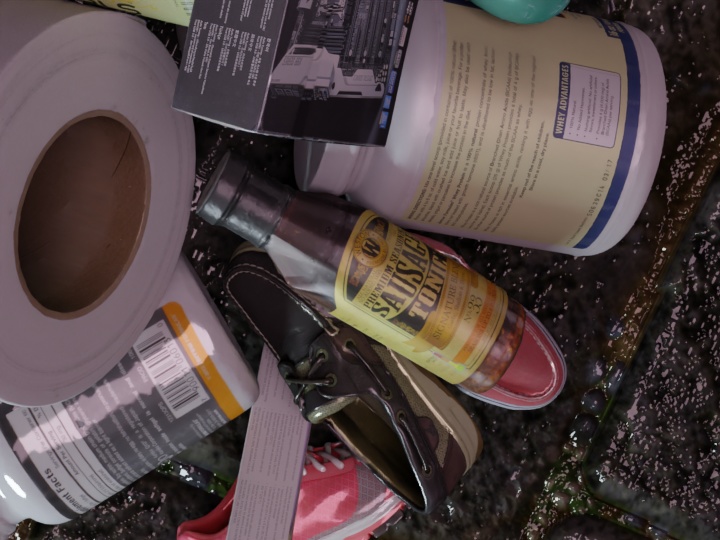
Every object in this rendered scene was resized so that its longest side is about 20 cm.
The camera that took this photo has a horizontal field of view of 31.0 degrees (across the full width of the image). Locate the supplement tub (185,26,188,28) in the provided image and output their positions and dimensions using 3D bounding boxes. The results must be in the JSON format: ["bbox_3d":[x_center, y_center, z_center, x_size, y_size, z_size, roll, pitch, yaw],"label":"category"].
[{"bbox_3d":[-0.117,-0.223,0.691,0.198,0.132,0.133,32,93,11],"label":"supplement tub"}]

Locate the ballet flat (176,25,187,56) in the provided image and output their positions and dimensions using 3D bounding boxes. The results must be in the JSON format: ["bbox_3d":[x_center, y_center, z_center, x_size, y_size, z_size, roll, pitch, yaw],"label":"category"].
[{"bbox_3d":[-0.068,-0.202,0.776,0.068,0.069,0.203,11,99,-14],"label":"ballet flat"}]

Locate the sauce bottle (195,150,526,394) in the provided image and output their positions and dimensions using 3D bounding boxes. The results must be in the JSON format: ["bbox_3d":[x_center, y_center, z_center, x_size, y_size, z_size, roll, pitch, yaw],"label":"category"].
[{"bbox_3d":[0.000,0.000,0.740,0.198,0.066,0.067,28,94,-14],"label":"sauce bottle"}]

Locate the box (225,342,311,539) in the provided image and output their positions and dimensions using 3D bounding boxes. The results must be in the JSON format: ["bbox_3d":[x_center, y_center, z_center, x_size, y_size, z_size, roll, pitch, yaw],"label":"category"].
[{"bbox_3d":[-0.058,0.144,0.800,0.041,0.039,0.203,8,62,1],"label":"box"}]

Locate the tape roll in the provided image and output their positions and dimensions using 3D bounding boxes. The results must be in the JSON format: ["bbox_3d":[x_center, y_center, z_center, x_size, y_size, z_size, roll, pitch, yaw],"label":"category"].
[{"bbox_3d":[-0.196,-0.045,0.676,0.137,0.202,0.206,17,99,24],"label":"tape roll"}]

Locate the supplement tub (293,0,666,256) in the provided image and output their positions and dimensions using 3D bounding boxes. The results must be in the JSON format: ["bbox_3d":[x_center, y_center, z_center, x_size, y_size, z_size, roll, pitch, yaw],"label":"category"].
[{"bbox_3d":[0.068,-0.093,0.787,0.197,0.145,0.148,8,99,-14],"label":"supplement tub"}]

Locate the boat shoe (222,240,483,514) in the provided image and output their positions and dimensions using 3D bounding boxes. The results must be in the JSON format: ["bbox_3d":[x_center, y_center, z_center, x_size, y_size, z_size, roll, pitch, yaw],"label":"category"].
[{"bbox_3d":[-0.010,0.066,0.786,0.201,0.072,0.066,44,48,-9],"label":"boat shoe"}]

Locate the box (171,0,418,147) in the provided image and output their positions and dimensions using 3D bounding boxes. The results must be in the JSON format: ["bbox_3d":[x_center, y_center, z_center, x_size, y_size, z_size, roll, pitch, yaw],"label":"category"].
[{"bbox_3d":[-0.013,-0.165,0.617,0.049,0.157,0.203,17,98,20],"label":"box"}]

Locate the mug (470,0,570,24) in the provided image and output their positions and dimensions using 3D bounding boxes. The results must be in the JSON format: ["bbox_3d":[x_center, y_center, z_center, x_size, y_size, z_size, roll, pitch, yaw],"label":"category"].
[{"bbox_3d":[0.064,-0.243,0.737,0.112,0.186,0.154,-1,122,-12],"label":"mug"}]

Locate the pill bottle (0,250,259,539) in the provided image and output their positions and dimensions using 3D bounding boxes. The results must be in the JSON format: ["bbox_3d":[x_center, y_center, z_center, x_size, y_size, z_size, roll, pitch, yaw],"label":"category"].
[{"bbox_3d":[-0.169,0.079,0.783,0.198,0.116,0.117,-31,106,-4],"label":"pill bottle"}]

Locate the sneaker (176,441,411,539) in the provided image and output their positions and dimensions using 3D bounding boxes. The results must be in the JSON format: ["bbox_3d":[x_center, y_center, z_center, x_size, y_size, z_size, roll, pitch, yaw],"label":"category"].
[{"bbox_3d":[-0.036,0.146,0.848,0.199,0.074,0.087,-39,105,-3],"label":"sneaker"}]

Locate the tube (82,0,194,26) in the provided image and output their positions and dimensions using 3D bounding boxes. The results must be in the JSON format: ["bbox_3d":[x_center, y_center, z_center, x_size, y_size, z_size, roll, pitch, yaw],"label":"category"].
[{"bbox_3d":[-0.147,-0.160,0.631,0.197,0.058,0.053,19,109,23],"label":"tube"}]

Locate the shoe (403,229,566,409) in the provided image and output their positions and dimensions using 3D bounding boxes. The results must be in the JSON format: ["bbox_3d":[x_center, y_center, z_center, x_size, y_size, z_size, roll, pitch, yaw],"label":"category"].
[{"bbox_3d":[0.065,0.035,0.839,0.199,0.091,0.072,37,92,-17],"label":"shoe"}]

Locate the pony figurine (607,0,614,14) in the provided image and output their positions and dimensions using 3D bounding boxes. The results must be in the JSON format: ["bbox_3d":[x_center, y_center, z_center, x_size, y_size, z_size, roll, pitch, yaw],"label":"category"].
[{"bbox_3d":[0.220,-0.271,0.798,0.191,0.166,0.202,-31,91,-13],"label":"pony figurine"}]
